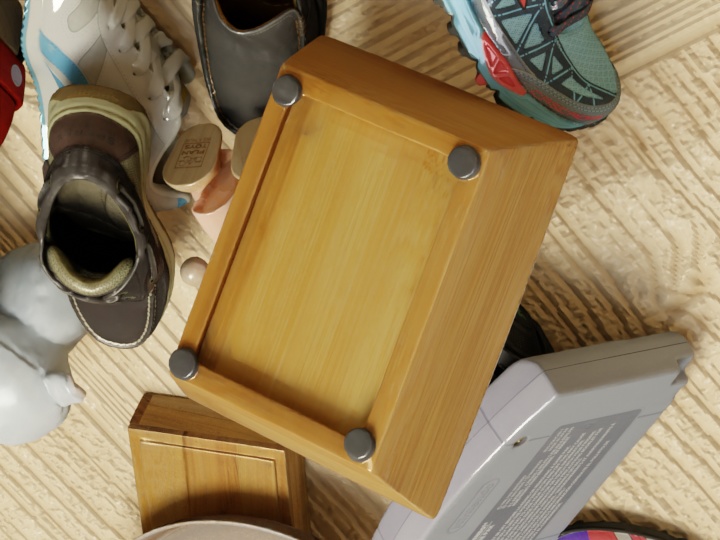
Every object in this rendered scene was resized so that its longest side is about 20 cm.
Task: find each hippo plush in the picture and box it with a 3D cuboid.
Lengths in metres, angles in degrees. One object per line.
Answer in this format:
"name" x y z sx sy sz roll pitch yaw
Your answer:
"hippo plush" -0.221 0.025 1.589 0.160 0.201 0.159 25 154 -12

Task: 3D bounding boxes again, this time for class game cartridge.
"game cartridge" 0.086 0.109 1.580 0.041 0.133 0.200 55 133 23

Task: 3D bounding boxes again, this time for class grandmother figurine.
"grandmother figurine" -0.041 0.003 1.559 0.121 0.061 0.200 2 141 30

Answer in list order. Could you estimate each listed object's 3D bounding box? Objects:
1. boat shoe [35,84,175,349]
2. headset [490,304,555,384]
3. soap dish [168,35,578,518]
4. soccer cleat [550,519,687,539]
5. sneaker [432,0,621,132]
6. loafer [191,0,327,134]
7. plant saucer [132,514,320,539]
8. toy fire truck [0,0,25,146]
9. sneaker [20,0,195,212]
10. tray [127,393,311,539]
"boat shoe" -0.141 -0.015 1.514 0.073 0.065 0.200 8 144 10
"headset" 0.044 0.062 1.545 0.123 0.094 0.200 -29 139 2
"soap dish" 0.000 0.000 1.414 0.157 0.081 0.201 25 98 28
"soccer cleat" 0.194 0.211 1.659 0.199 0.073 0.068 28 133 -4
"sneaker" 0.082 -0.153 1.394 0.095 0.079 0.200 -21 119 30
"loafer" -0.058 -0.142 1.457 0.072 0.072 0.201 10 132 10
"plant saucer" -0.061 0.216 1.736 0.199 0.032 0.201 11 131 12
"toy fire truck" -0.274 -0.068 1.462 0.175 0.201 0.129 -9 150 21
"sneaker" -0.131 -0.113 1.514 0.080 0.077 0.201 3 137 9
"tray" -0.081 0.167 1.747 0.098 0.037 0.201 7 131 14
